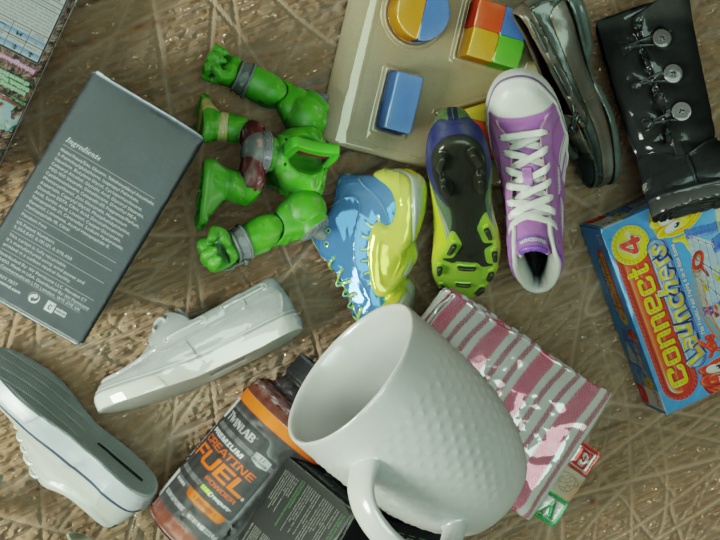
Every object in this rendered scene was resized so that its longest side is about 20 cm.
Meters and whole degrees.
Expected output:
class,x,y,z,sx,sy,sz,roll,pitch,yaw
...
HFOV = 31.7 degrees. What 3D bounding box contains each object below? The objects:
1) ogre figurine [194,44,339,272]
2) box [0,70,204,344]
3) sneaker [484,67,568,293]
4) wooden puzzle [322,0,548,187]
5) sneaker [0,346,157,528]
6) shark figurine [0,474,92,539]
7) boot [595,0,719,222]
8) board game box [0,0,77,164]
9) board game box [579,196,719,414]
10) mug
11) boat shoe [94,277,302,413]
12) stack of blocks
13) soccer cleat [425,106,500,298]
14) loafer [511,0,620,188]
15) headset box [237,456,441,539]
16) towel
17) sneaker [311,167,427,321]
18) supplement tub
class,x,y,z,sx,sy,sz,roll,pitch,yaw
ogre figurine,-0.085,-0.096,1.130,0.120,0.098,0.200,5,54,-15
box,-0.232,-0.056,1.084,0.107,0.148,0.200,30,90,-13
sneaker,0.156,-0.074,1.138,0.072,0.114,0.201,-8,121,10
wooden puzzle,0.077,-0.187,1.182,0.199,0.046,0.186,13,93,-12
sneaker,-0.276,0.156,1.138,0.200,0.073,0.071,45,110,-2
shark figurine,-0.287,0.281,1.148,0.214,0.089,0.128,26,57,-20
boot,0.321,-0.161,1.194,0.164,0.066,0.201,-12,76,-8
board game box,-0.355,-0.184,1.044,0.159,0.097,0.200,26,90,-39
board game box,0.343,0.010,1.248,0.195,0.056,0.200,-24,100,-8
mug,0.046,0.155,1.054,0.175,0.200,0.148,42,127,-20
boat shoe,-0.154,0.066,1.156,0.200,0.072,0.069,-25,78,-1
stack of blocks,0.116,0.165,1.218,0.200,0.059,0.115,34,89,-12
soccer cleat,0.094,-0.059,1.168,0.064,0.084,0.201,-4,132,3
loafer,0.187,-0.165,1.182,0.063,0.072,0.201,-24,111,-18
headset box,-0.026,0.279,1.139,0.174,0.093,0.200,-57,143,1
towel,0.119,0.124,1.169,0.200,0.030,0.147,33,90,-12
sneaker,0.000,0.000,1.184,0.105,0.076,0.201,10,94,7
supplement tub,-0.092,0.173,1.156,0.107,0.107,0.200,40,87,-12
